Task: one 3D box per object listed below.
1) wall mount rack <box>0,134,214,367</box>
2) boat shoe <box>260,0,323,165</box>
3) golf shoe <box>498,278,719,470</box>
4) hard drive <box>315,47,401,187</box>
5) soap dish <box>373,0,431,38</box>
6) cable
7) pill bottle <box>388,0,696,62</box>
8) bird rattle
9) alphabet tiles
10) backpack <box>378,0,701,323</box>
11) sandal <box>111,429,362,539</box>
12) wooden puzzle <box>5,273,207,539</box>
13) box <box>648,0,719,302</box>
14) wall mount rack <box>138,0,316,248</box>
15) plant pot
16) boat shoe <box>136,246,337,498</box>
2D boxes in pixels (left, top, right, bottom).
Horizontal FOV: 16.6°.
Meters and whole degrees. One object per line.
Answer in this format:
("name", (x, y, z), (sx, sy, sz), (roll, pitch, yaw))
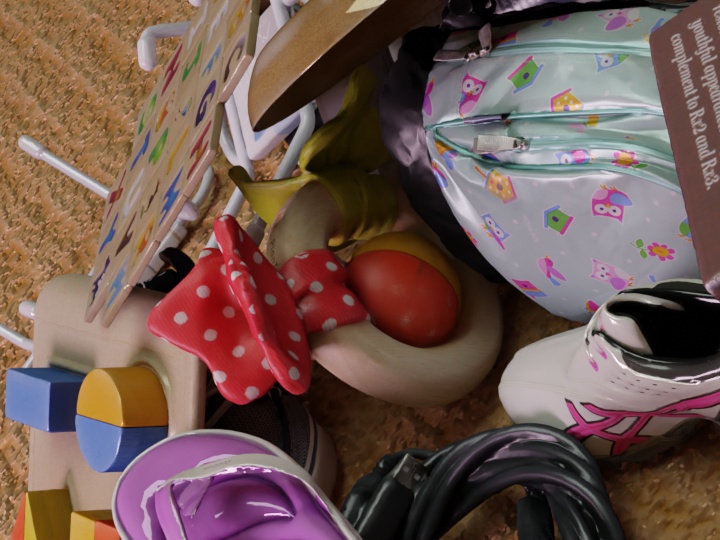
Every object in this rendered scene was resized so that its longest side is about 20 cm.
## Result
("wall mount rack", (-0.188, -0.012, 1.550), (0.200, 0.075, 0.173), (-54, 29, -17))
("boat shoe", (-0.035, -0.116, 1.491), (0.072, 0.068, 0.200), (-41, 30, 3))
("golf shoe", (0.125, 0.034, 1.058), (0.199, 0.092, 0.073), (-8, 46, 50))
("hard drive", (0.025, -0.146, 1.386), (0.026, 0.132, 0.201), (5, 52, 22))
("soap dish", (-0.008, -0.243, 1.282), (0.081, 0.157, 0.201), (-24, 43, 28))
("cable", (0.036, 0.161, 1.068), (0.162, 0.051, 0.201), (2, 57, 44))
("pill bottle", (0.114, -0.155, 1.286), (0.199, 0.120, 0.120), (-24, 35, 33))
("bird rattle", (0.000, 0.000, 1.191), (0.113, 0.162, 0.200), (-54, 12, 30))
("alphabet tiles", (-0.094, -0.070, 1.239), (0.200, 0.006, 0.167), (-55, 20, 39))
("backpack", (0.122, -0.049, 1.127), (0.199, 0.167, 0.127), (1, 60, 41))
("sandal", (-0.052, 0.114, 1.106), (0.083, 0.050, 0.202), (-50, 40, -13))
("wooden puzzle", (-0.140, 0.107, 1.269), (0.185, 0.046, 0.202), (10, 94, 57))
("box", (0.231, -0.021, 0.876), (0.164, 0.200, 0.166), (-34, 30, 21))
("wall mount rack", (-0.074, -0.079, 1.422), (0.200, 0.074, 0.175), (144, 115, -66))
("plant pot", (0.020, -0.137, 1.160), (0.200, 0.028, 0.200), (-38, -2, -1))
("boat shoe", (-0.077, 0.064, 1.285), (0.075, 0.093, 0.200), (-42, 28, 6))
